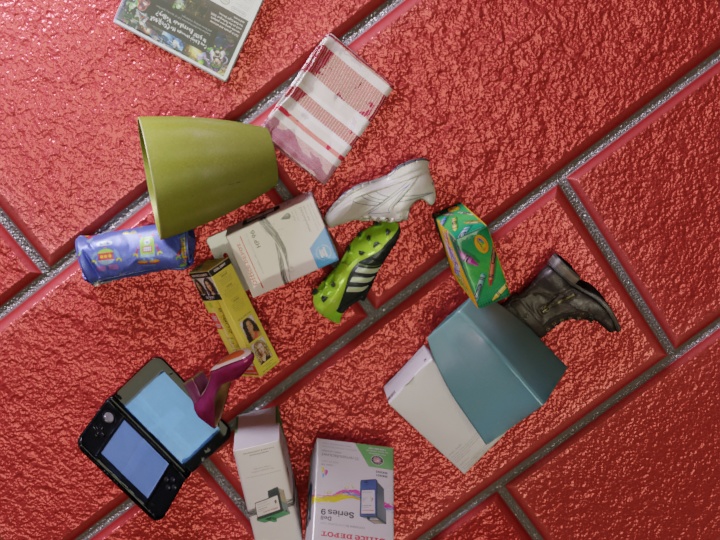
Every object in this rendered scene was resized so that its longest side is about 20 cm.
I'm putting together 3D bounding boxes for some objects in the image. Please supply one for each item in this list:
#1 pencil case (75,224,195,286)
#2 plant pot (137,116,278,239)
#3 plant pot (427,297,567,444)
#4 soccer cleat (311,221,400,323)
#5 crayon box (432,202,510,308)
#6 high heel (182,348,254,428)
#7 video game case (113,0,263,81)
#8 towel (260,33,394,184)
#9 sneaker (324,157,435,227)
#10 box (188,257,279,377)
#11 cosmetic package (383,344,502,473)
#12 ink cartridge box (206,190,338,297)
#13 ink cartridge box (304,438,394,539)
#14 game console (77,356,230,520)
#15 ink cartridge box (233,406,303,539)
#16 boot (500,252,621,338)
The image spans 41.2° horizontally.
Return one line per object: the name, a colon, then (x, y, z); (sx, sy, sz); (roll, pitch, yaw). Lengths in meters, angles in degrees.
pencil case: (-0.365, -0.028, 1.561); (0.195, 0.078, 0.089); (-10, 77, -2)
plant pot: (-0.234, -0.160, 1.502); (0.196, 0.187, 0.191); (-11, 106, -14)
plant pot: (0.217, 0.151, 1.614); (0.201, 0.141, 0.141); (49, 125, 3)
soccer cleat: (0.000, 0.000, 1.617); (0.200, 0.067, 0.081); (-48, 135, -2)
crayon box: (0.176, -0.028, 1.549); (0.057, 0.200, 0.121); (-21, 105, 0)
high heel: (-0.217, 0.197, 1.596); (0.199, 0.067, 0.097); (-29, 95, 48)
video game case: (-0.260, -0.425, 1.501); (0.197, 0.023, 0.184); (26, 100, -12)
towel: (-0.056, -0.261, 1.561); (0.143, 0.023, 0.201); (36, 98, -13)
sneaker: (0.035, -0.112, 1.574); (0.197, 0.075, 0.089); (-24, 94, 3)
box: (-0.211, 0.079, 1.601); (0.050, 0.075, 0.203); (-36, 110, -34)
cosmetic package: (0.147, 0.243, 1.679); (0.113, 0.081, 0.200); (-43, 103, 6)
ink cartridge box: (-0.147, -0.036, 1.586); (0.197, 0.068, 0.118); (-24, 105, 2)
ink cartridge box: (-0.018, 0.402, 1.636); (0.142, 0.203, 0.088); (9, 140, -8)
game console: (-0.347, 0.285, 1.628); (0.118, 0.173, 0.200); (-33, 106, 31)
ink cartridge box: (-0.157, 0.360, 1.646); (0.083, 0.146, 0.204); (-12, 106, -2)
boot: (0.336, 0.085, 1.671); (0.199, 0.069, 0.174); (41, 103, -9)
